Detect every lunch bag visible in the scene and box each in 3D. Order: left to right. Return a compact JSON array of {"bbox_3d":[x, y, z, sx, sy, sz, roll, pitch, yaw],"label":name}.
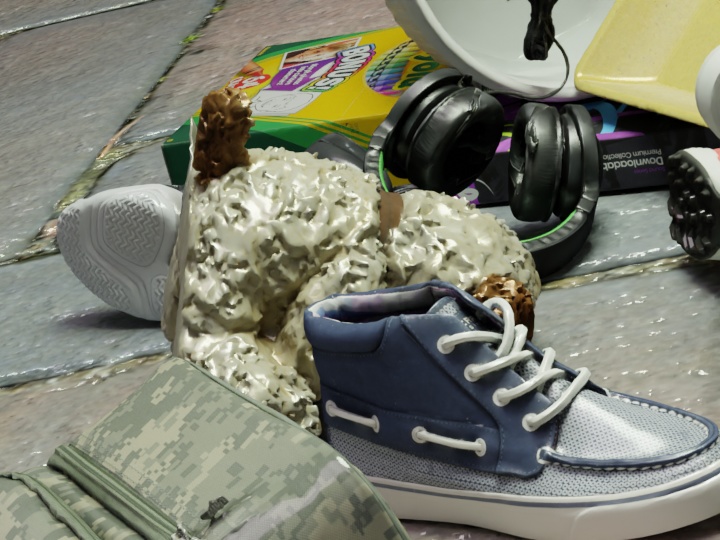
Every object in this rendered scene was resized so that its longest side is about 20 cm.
[{"bbox_3d":[-0.068,0.137,0.840,0.168,0.140,0.200,-37,23,-13],"label":"lunch bag"}]

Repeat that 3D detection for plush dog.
[{"bbox_3d":[0.000,0.000,1.186,0.171,0.161,0.200,7,16,-8],"label":"plush dog"}]

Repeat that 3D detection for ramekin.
[{"bbox_3d":[0.099,-0.198,1.468,0.199,0.201,0.105,-20,8,-15],"label":"ramekin"}]

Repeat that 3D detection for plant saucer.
[{"bbox_3d":[0.224,-0.158,1.349,0.200,0.048,0.200,-59,26,-2],"label":"plant saucer"}]

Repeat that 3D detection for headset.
[{"bbox_3d":[0.074,-0.076,1.333,0.123,0.094,0.200,17,42,8],"label":"headset"}]

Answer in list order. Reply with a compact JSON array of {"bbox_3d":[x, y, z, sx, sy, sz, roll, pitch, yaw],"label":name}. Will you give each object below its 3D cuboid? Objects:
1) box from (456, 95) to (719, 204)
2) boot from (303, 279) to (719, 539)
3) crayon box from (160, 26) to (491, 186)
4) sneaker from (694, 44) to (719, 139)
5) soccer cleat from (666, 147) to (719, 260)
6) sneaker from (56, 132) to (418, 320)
[{"bbox_3d":[0.151,-0.085,1.446,0.199,0.036,0.143,-4,22,28],"label":"box"},{"bbox_3d":[0.062,0.054,1.028,0.199,0.091,0.073,-2,23,35],"label":"boot"},{"bbox_3d":[-0.007,-0.099,1.572,0.172,0.059,0.200,-8,20,21],"label":"crayon box"},{"bbox_3d":[0.223,-0.084,1.194,0.199,0.074,0.082,2,15,-35],"label":"sneaker"},{"bbox_3d":[0.203,-0.017,1.171,0.073,0.069,0.200,-7,17,-9],"label":"soccer cleat"},{"bbox_3d":[-0.063,-0.025,1.389,0.199,0.076,0.114,2,24,28],"label":"sneaker"}]
